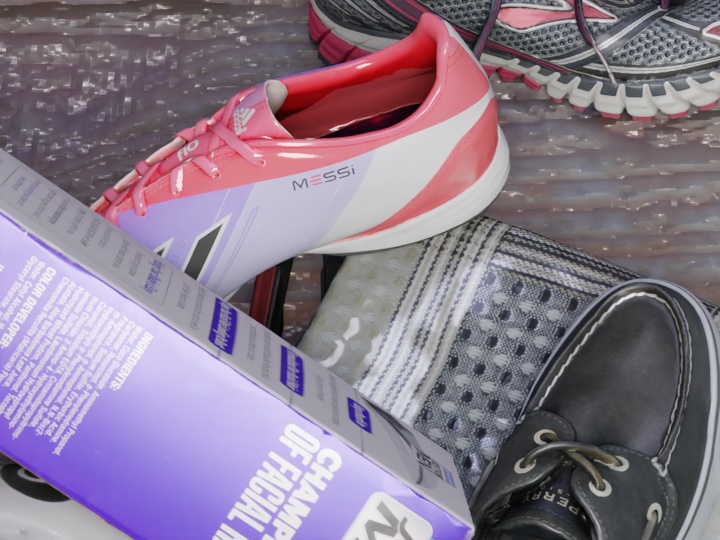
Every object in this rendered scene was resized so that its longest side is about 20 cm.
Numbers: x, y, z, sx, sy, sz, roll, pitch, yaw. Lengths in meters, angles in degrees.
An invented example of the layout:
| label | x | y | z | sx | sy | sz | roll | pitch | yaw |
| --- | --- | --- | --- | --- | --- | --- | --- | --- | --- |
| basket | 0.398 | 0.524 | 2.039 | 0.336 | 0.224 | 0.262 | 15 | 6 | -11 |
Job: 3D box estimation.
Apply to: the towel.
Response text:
| label | x | y | z | sx | sy | sz | roll | pitch | yaw |
| --- | --- | --- | --- | --- | --- | --- | --- | --- | --- |
| towel | 0.041 | 0.080 | 0.927 | 0.192 | 0.035 | 0.201 | 23 | 71 | 21 |

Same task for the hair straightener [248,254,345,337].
| label | x | y | z | sx | sy | sz | roll | pitch | yaw |
| --- | --- | --- | --- | --- | --- | --- | --- | --- | --- |
| hair straightener | 0.000 | 0.000 | 1.054 | 0.076 | 0.041 | 0.201 | 3 | 41 | 4 |

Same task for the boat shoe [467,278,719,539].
| label | x | y | z | sx | sy | sz | roll | pitch | yaw |
| --- | --- | --- | --- | --- | --- | --- | --- | --- | --- |
| boat shoe | 0.063 | 0.084 | 0.873 | 0.068 | 0.057 | 0.201 | 14 | 65 | 21 |

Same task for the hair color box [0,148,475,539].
| label | x | y | z | sx | sy | sz | roll | pitch | yaw |
| --- | --- | --- | --- | --- | --- | --- | --- | --- | --- |
| hair color box | -0.065 | 0.035 | 0.846 | 0.199 | 0.065 | 0.109 | 33 | 5 | -5 |

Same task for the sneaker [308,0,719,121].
| label | x | y | z | sx | sy | sz | roll | pitch | yaw |
| --- | --- | --- | --- | --- | --- | --- | --- | --- | --- |
| sneaker | 0.076 | -0.111 | 1.130 | 0.199 | 0.075 | 0.081 | 2 | 45 | 3 |

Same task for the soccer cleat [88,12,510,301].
| label | x | y | z | sx | sy | sz | roll | pitch | yaw |
| --- | --- | --- | --- | --- | --- | --- | --- | --- | --- |
| soccer cleat | -0.048 | -0.025 | 0.949 | 0.199 | 0.073 | 0.068 | -22 | 48 | -3 |

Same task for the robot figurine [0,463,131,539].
| label | x | y | z | sx | sy | sz | roll | pitch | yaw |
| --- | --- | --- | --- | --- | --- | --- | --- | --- | --- |
| robot figurine | -0.119 | 0.148 | 0.842 | 0.150 | 0.125 | 0.200 | 23 | 50 | 11 |
